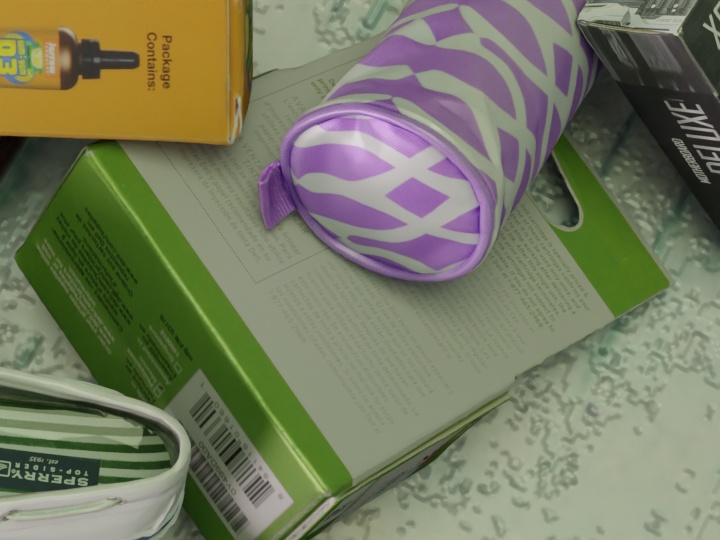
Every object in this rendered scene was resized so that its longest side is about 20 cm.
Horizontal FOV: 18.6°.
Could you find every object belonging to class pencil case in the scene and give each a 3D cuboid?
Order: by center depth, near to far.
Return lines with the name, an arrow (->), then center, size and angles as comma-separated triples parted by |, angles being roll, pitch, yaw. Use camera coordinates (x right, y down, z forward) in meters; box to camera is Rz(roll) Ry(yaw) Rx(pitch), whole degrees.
pencil case -> 0.042, -0.083, 0.789 | 0.085, 0.084, 0.200 | 12, 43, 20

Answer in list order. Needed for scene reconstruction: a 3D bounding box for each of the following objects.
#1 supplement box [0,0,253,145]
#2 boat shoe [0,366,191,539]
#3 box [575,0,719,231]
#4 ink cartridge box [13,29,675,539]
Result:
supplement box -> -0.136, -0.086, 0.747 | 0.200, 0.069, 0.067 | 3, 113, 3
boat shoe -> -0.150, 0.050, 0.686 | 0.200, 0.067, 0.074 | 2, 63, -17
box -> 0.180, -0.115, 0.819 | 0.050, 0.158, 0.200 | 16, 67, 46
ink cartridge box -> 0.000, 0.000, 0.811 | 0.200, 0.076, 0.148 | -27, 77, -41
